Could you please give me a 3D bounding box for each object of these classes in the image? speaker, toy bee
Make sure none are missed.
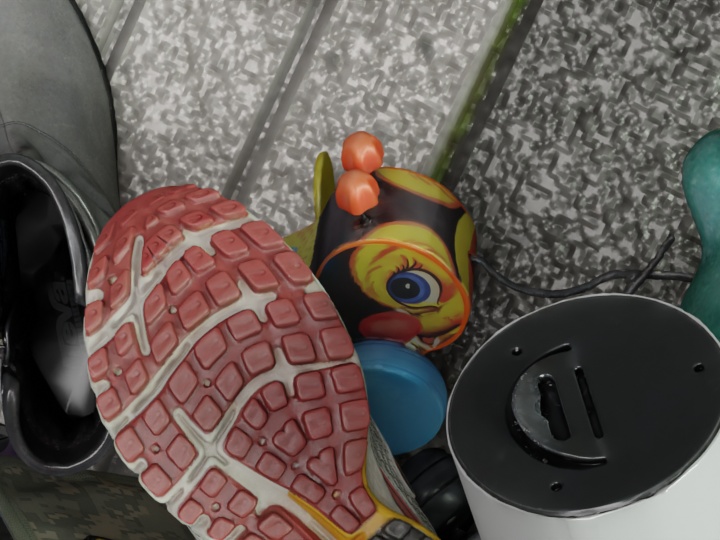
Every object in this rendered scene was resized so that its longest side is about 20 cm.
[{"bbox_3d":[0.083,0.102,0.747,0.081,0.082,0.201,-8,133,13],"label":"speaker"},{"bbox_3d":[0.000,0.000,0.873,0.199,0.131,0.109,-31,127,7],"label":"toy bee"}]

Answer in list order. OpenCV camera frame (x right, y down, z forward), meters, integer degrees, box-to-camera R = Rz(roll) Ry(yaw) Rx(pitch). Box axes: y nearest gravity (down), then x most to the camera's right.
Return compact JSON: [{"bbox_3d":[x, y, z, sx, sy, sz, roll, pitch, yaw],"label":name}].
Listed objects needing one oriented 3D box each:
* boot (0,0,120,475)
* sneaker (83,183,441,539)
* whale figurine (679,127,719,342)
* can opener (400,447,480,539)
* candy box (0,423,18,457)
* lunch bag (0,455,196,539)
[{"bbox_3d":[-0.114,-0.033,0.883,0.069,0.132,0.201,-21,89,-1],"label":"boot"},{"bbox_3d":[-0.025,0.068,0.790,0.078,0.082,0.201,-28,91,-7],"label":"sneaker"},{"bbox_3d":[0.160,0.002,0.742,0.158,0.104,0.201,27,123,19],"label":"whale figurine"},{"bbox_3d":[-0.025,0.138,0.909,0.200,0.063,0.079,-42,63,13],"label":"can opener"},{"bbox_3d":[-0.240,0.118,0.956,0.199,0.072,0.169,15,95,13],"label":"candy box"},{"bbox_3d":[-0.111,0.144,0.821,0.199,0.164,0.118,-17,123,-15],"label":"lunch bag"}]
